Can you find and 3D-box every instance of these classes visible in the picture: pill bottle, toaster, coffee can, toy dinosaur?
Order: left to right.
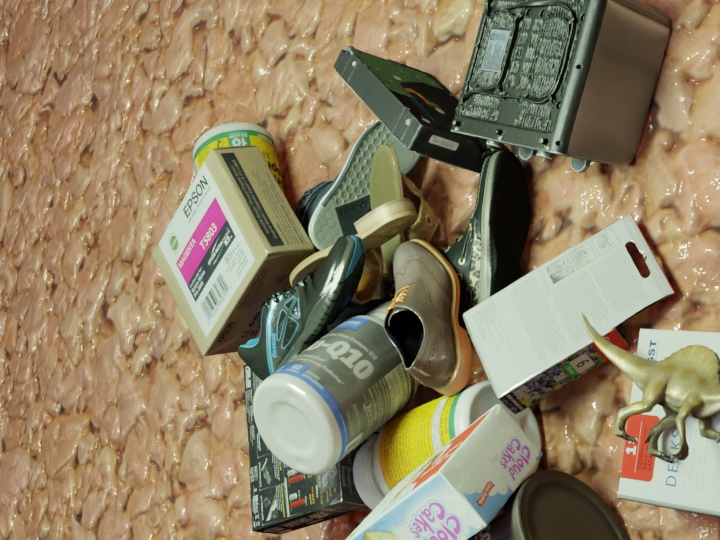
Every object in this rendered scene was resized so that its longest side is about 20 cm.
[{"bbox_3d":[-0.153,-0.083,1.905,0.113,0.112,0.202,-40,50,39],"label":"pill bottle"},{"bbox_3d":[-0.010,0.118,1.532,0.113,0.199,0.115,22,129,31],"label":"pill bottle"},{"bbox_3d":[0.084,0.193,1.519,0.199,0.112,0.114,-29,57,46],"label":"pill bottle"},{"bbox_3d":[0.143,0.303,1.378,0.200,0.145,0.148,-45,47,36],"label":"coffee can"},{"bbox_3d":[0.200,-0.210,1.481,0.180,0.118,0.202,19,95,53],"label":"toaster"},{"bbox_3d":[0.262,0.106,1.244,0.199,0.058,0.102,18,78,46],"label":"toy dinosaur"}]

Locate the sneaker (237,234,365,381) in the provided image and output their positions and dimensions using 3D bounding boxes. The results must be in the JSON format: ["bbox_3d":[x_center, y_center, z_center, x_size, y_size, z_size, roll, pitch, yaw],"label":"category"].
[{"bbox_3d":[-0.065,0.040,1.574,0.082,0.073,0.201,35,108,13],"label":"sneaker"}]

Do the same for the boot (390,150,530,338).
[{"bbox_3d":[0.103,-0.024,1.578,0.153,0.073,0.206,-2,82,44],"label":"boot"}]

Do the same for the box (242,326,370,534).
[{"bbox_3d":[-0.063,0.182,1.645,0.157,0.049,0.202,-26,61,41],"label":"box"}]

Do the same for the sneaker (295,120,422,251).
[{"bbox_3d":[-0.004,-0.108,1.757,0.203,0.077,0.146,-50,9,-7],"label":"sneaker"}]

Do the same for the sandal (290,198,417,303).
[{"bbox_3d":[-0.004,0.001,1.622,0.211,0.077,0.070,-38,68,44],"label":"sandal"}]

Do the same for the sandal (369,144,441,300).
[{"bbox_3d":[0.059,-0.045,1.672,0.077,0.069,0.214,-152,55,-61],"label":"sandal"}]

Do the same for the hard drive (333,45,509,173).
[{"bbox_3d":[0.067,-0.179,1.631,0.038,0.139,0.200,-60,40,21],"label":"hard drive"}]

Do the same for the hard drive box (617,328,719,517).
[{"bbox_3d":[0.327,0.135,1.243,0.199,0.076,0.158,-1,78,53],"label":"hard drive box"}]

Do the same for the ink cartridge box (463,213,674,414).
[{"bbox_3d":[0.209,0.043,1.434,0.199,0.050,0.110,-32,51,13],"label":"ink cartridge box"}]

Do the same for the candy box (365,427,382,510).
[{"bbox_3d":[-0.037,0.174,1.716,0.168,0.076,0.203,0,78,51],"label":"candy box"}]

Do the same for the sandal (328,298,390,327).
[{"bbox_3d":[-0.019,0.036,1.713,0.199,0.075,0.046,-3,109,64],"label":"sandal"}]

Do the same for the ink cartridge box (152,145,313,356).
[{"bbox_3d":[-0.157,-0.022,1.751,0.166,0.075,0.201,58,134,27],"label":"ink cartridge box"}]

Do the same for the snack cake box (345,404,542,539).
[{"bbox_3d":[0.072,0.223,1.385,0.067,0.115,0.200,47,136,4],"label":"snack cake box"}]

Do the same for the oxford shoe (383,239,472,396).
[{"bbox_3d":[0.059,0.035,1.499,0.071,0.072,0.201,-50,36,28],"label":"oxford shoe"}]
